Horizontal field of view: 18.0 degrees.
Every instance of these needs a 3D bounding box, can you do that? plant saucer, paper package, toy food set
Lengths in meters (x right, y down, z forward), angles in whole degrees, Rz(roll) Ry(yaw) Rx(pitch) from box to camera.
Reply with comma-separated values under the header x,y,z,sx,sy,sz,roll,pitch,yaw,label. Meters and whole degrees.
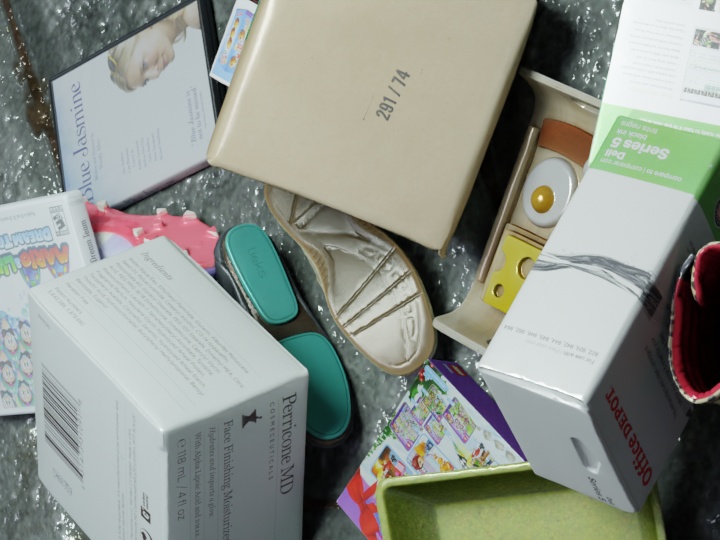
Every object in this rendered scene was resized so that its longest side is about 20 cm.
x,y,z,sx,sy,sz,roll,pitch,yaw,label
0.124,0.224,1.530,0.199,0.048,0.201,-9,92,24,plant saucer
0.009,-0.141,1.637,0.103,0.190,0.201,-89,20,-78,paper package
0.133,-0.027,1.598,0.143,0.060,0.201,28,102,41,toy food set

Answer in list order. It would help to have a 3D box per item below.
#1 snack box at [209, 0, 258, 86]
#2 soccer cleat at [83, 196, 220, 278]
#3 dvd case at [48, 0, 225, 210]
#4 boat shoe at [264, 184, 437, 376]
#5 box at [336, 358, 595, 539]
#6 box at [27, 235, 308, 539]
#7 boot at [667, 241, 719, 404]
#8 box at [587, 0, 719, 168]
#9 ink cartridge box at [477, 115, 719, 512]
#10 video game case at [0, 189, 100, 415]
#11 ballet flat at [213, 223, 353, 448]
x,y,z,sx,sy,sz,roll,pitch,yaw,label
-0.042,-0.152,1.802,0.200,0.024,0.072,31,106,41,snack box
-0.181,-0.010,1.895,0.200,0.067,0.077,13,123,38,soccer cleat
-0.190,-0.133,1.941,0.200,0.018,0.143,-23,69,39,dvd case
0.000,0.000,1.717,0.072,0.065,0.200,-39,64,4,boat shoe
0.081,0.177,1.630,0.200,0.039,0.137,47,113,36,box
-0.148,0.119,1.735,0.200,0.130,0.199,41,142,38,box
0.265,0.001,1.409,0.073,0.150,0.201,20,97,42,boot
0.240,-0.150,1.499,0.144,0.036,0.201,13,92,18,box
0.170,0.028,1.439,0.084,0.146,0.200,18,65,32,ink cartridge box
-0.279,0.032,1.944,0.200,0.024,0.183,-8,100,46,video game case
-0.063,0.058,1.770,0.073,0.073,0.200,-39,65,32,ballet flat
